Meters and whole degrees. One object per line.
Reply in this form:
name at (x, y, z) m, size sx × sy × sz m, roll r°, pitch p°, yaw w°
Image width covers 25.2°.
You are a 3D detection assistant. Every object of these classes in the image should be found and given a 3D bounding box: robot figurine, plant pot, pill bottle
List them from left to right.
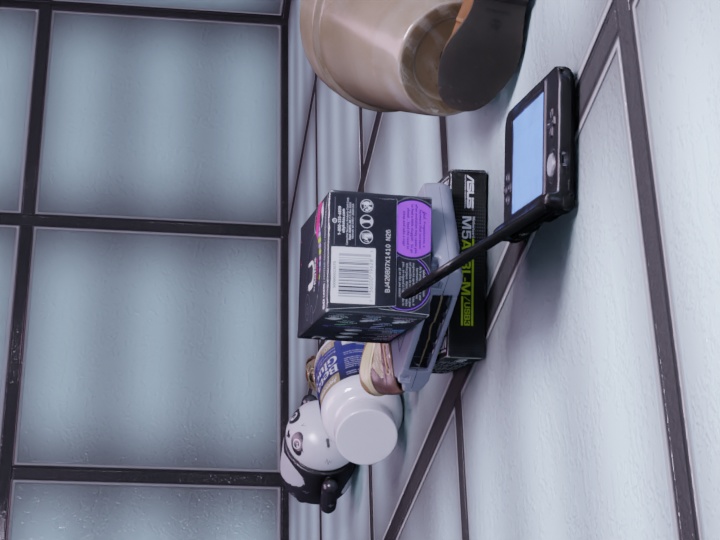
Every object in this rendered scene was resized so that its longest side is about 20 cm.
robot figurine at (-0.068, 0.293, 2.566) m, size 0.125 × 0.150 × 0.201 m, roll -44°, pitch -20°, yaw -32°
pill bottle at (-0.002, 0.172, 2.153) m, size 0.200 × 0.109 × 0.112 m, roll -104°, pitch 18°, yaw -65°
plant pot at (0.057, -0.240, 1.633) m, size 0.174 × 0.198 × 0.203 m, roll -135°, pitch 45°, yaw -58°

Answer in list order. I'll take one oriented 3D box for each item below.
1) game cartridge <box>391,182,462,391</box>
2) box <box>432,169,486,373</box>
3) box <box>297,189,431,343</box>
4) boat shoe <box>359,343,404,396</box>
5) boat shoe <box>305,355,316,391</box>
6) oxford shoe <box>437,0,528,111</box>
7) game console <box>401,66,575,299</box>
game cartridge at (0.064, 0.012, 1.651) m, size 0.201 × 0.040 × 0.134 m, roll 105°, pitch 160°, yaw -49°
box at (0.093, 0.006, 1.720) m, size 0.200 × 0.047 × 0.196 m, roll 134°, pitch 136°, yaw -78°
box at (0.000, 0.000, 1.623) m, size 0.200 × 0.105 × 0.124 m, roll 135°, pitch 138°, yaw -76°
boat shoe at (0.050, 0.058, 2.015) m, size 0.072 × 0.072 × 0.203 m, roll -3°, pitch 72°, yaw 52°
boat shoe at (-0.059, 0.185, 2.752) m, size 0.200 × 0.071 × 0.077 m, roll -153°, pitch 65°, yaw -82°
oxford shoe at (0.124, -0.239, 1.516) m, size 0.072 × 0.070 × 0.201 m, roll -79°, pitch 7°, yaw -50°
game console at (0.105, -0.070, 1.376) m, size 0.200 × 0.115 × 0.178 m, roll 141°, pitch 131°, yaw -80°
